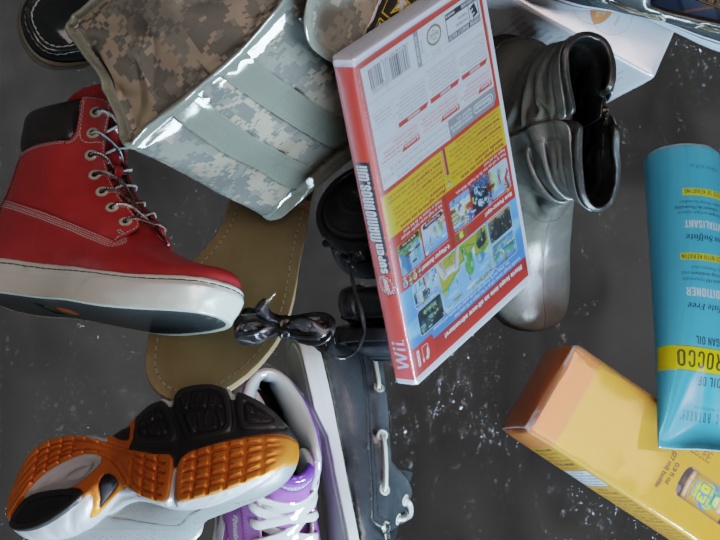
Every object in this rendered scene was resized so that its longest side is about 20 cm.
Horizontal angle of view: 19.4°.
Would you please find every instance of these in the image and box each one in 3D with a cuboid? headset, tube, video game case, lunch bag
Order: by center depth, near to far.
[{"bbox_3d":[0.045,-0.055,1.227,0.143,0.017,0.202,-39,125,-47],"label":"video game case"},{"bbox_3d":[-0.038,-0.141,1.227,0.200,0.164,0.118,-38,62,14],"label":"lunch bag"},{"bbox_3d":[0.000,0.000,1.268,0.093,0.200,0.125,-2,111,22],"label":"headset"},{"bbox_3d":[0.214,0.020,1.355,0.077,0.050,0.202,6,69,-21],"label":"tube"}]

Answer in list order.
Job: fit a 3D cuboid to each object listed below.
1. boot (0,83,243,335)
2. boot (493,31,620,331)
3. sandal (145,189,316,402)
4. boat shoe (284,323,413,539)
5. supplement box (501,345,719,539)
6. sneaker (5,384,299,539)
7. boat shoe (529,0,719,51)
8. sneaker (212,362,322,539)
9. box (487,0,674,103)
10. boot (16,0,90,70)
[{"bbox_3d":[-0.139,-0.041,1.249,0.072,0.199,0.145,31,72,-51],"label":"boot"},{"bbox_3d":[0.116,-0.049,1.308,0.067,0.131,0.202,-10,103,-20],"label":"boot"},{"bbox_3d":[-0.072,0.010,1.312,0.077,0.070,0.213,16,58,6],"label":"sandal"},{"bbox_3d":[0.004,0.130,1.307,0.060,0.076,0.202,-10,84,-15],"label":"boat shoe"},{"bbox_3d":[0.193,0.128,1.356,0.199,0.069,0.067,34,79,-5],"label":"supplement box"},{"bbox_3d":[-0.108,0.127,1.243,0.092,0.199,0.076,40,46,-42],"label":"sneaker"},{"bbox_3d":[0.171,-0.185,1.288,0.198,0.057,0.069,15,82,-11],"label":"boat shoe"},{"bbox_3d":[-0.052,0.156,1.274,0.072,0.114,0.202,-12,88,-15],"label":"sneaker"},{"bbox_3d":[0.113,-0.214,1.357,0.199,0.097,0.125,28,79,-9],"label":"box"},{"bbox_3d":[-0.112,-0.202,1.274,0.203,0.154,0.074,-28,86,-17],"label":"boot"}]
